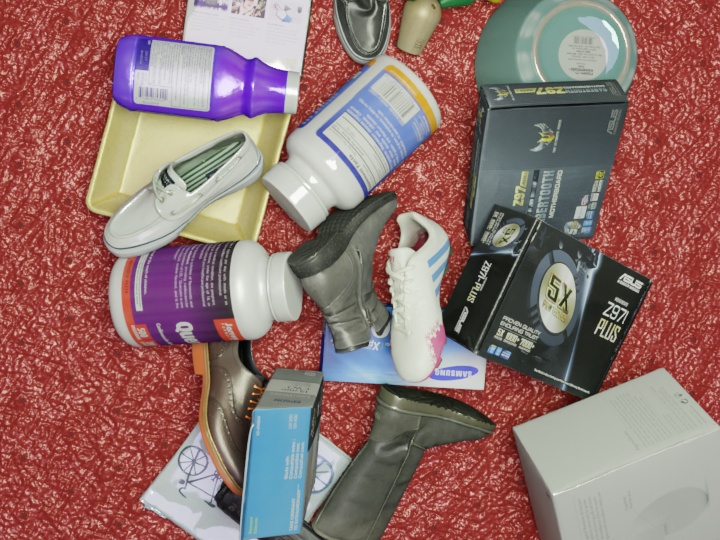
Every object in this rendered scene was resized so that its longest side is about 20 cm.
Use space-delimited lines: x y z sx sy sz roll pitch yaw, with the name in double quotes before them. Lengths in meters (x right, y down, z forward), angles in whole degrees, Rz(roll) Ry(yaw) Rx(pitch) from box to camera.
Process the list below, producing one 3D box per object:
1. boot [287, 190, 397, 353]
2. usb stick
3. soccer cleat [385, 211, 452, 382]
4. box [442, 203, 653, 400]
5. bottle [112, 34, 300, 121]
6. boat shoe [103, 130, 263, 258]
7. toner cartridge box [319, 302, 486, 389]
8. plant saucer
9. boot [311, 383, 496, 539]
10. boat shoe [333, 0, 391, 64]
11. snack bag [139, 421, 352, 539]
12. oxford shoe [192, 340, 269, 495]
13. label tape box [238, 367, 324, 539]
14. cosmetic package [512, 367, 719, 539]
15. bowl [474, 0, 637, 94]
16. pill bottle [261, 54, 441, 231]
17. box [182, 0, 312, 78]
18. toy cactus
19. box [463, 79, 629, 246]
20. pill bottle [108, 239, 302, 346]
"boot" 0.000 0.000 1.009 0.200 0.070 0.132 -44 114 -43
"usb stick" -0.086 0.318 1.046 0.200 0.033 0.055 40 96 -6
"soccer cleat" 0.055 0.025 0.987 0.086 0.070 0.200 38 49 -41
"box" 0.216 0.040 1.016 0.200 0.086 0.164 24 93 -30
"bottle" -0.167 -0.208 0.963 0.199 0.065 0.084 5 94 -6
"boat shoe" -0.202 -0.093 0.957 0.200 0.067 0.074 -37 65 -10
"toner cartridge box" 0.053 0.090 1.062 0.199 0.043 0.095 4 94 -6
"plant saucer" -0.195 -0.140 1.021 0.199 0.048 0.201 15 91 -6
"boot" 0.054 0.245 1.057 0.181 0.073 0.201 17 97 -22
"boat shoe" 0.006 -0.345 1.018 0.070 0.066 0.201 1 93 -5
"snack bag" -0.137 0.257 1.066 0.188 0.021 0.200 37 89 -6
"oxford shoe" -0.141 0.153 0.998 0.072 0.071 0.201 -18 71 13
"label tape box" -0.083 0.202 0.947 0.066 0.200 0.144 6 99 0
"cosmetic package" 0.305 0.253 1.024 0.200 0.123 0.200 -21 122 -5
"bowl" 0.243 -0.249 1.029 0.200 0.105 0.201 0 93 -5
"pill bottle" -0.013 -0.141 0.995 0.200 0.112 0.112 -44 97 -9
"box" -0.125 -0.335 1.023 0.144 0.036 0.201 8 94 -6
"toy cactus" 0.091 -0.329 1.008 0.200 0.102 0.165 -6 127 -42
"box" 0.207 -0.120 1.005 0.157 0.051 0.200 -3 133 -5
"pill bottle" -0.171 0.025 0.980 0.199 0.112 0.113 -4 94 11
